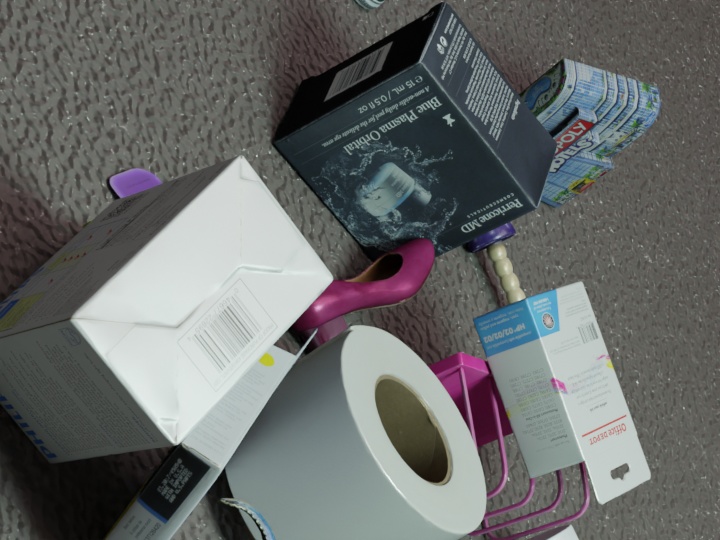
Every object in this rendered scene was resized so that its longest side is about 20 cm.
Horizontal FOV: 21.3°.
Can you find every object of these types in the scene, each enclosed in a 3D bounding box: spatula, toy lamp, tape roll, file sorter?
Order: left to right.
[{"bbox_3d":[-0.158,-0.002,1.694,0.056,0.021,0.201,-28,93,-52],"label":"spatula"},{"bbox_3d":[-0.004,0.168,1.654,0.203,0.139,0.203,43,27,-28],"label":"tape roll"},{"bbox_3d":[0.111,0.179,1.837,0.200,0.139,0.126,20,53,-47],"label":"file sorter"},{"bbox_3d":[0.167,0.018,2.105,0.058,0.058,0.201,-17,84,-57],"label":"toy lamp"}]

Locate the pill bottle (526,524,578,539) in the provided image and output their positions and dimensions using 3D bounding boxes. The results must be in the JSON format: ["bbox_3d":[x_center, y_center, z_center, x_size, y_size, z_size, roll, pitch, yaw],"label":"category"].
[{"bbox_3d":[0.210,0.358,1.875,0.112,0.112,0.201,-19,83,-57],"label":"pill bottle"}]

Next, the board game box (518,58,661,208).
[{"bbox_3d":[0.212,-0.160,2.205,0.199,0.200,0.062,10,57,-35],"label":"board game box"}]

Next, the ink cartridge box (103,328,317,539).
[{"bbox_3d":[-0.128,0.145,1.474,0.047,0.198,0.200,35,35,-2],"label":"ink cartridge box"}]

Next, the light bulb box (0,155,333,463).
[{"bbox_3d":[-0.165,0.033,1.445,0.198,0.200,0.125,-46,108,-32],"label":"light bulb box"}]

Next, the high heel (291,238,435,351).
[{"bbox_3d":[0.000,0.000,1.843,0.200,0.067,0.096,-46,116,-42],"label":"high heel"}]

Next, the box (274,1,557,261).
[{"bbox_3d":[0.057,-0.127,1.921,0.200,0.196,0.118,48,36,-22],"label":"box"}]

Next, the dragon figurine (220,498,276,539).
[{"bbox_3d":[-0.063,0.274,1.475,0.100,0.059,0.201,-79,159,-61],"label":"dragon figurine"}]

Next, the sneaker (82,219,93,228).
[{"bbox_3d":[-0.160,0.031,1.622,0.200,0.072,0.083,47,35,-24],"label":"sneaker"}]

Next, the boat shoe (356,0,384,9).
[{"bbox_3d":[0.006,-0.393,2.164,0.068,0.056,0.201,11,59,-51],"label":"boat shoe"}]

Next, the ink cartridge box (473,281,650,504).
[{"bbox_3d":[0.191,0.121,1.799,0.115,0.068,0.201,-14,83,-55],"label":"ink cartridge box"}]
